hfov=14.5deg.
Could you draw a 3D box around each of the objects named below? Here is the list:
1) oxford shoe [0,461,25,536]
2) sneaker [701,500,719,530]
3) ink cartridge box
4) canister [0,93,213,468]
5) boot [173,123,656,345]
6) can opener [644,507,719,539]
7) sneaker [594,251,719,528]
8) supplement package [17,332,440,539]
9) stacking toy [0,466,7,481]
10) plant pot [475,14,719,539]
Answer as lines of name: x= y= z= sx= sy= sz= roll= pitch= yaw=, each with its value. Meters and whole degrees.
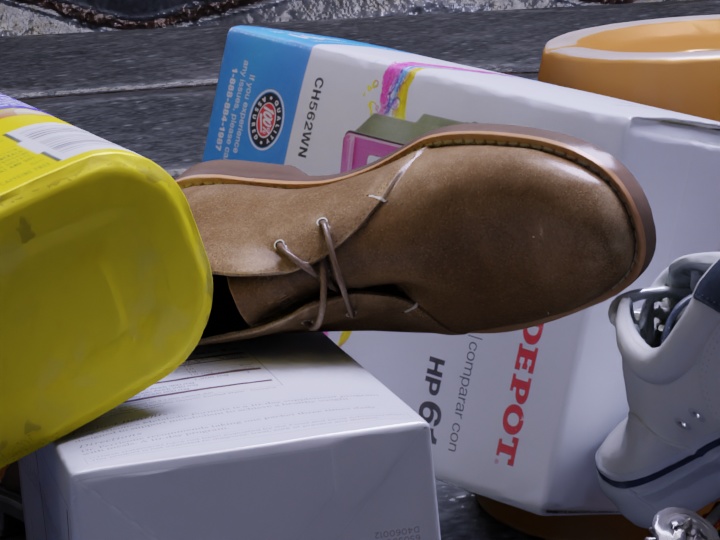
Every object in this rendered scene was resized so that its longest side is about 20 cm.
oxford shoe: x=-0.098 y=0.068 z=1.114 sx=0.200 sy=0.085 sz=0.073 roll=9 pitch=15 yaw=43
sneaker: x=0.184 y=0.092 z=0.934 sx=0.200 sy=0.073 sz=0.077 roll=-17 pitch=34 yaw=-26
ink cartridge box: x=0.033 y=-0.003 z=1.050 sx=0.200 sy=0.145 sz=0.085 roll=16 pitch=7 yaw=39
canister: x=-0.151 y=-0.003 z=0.906 sx=0.148 sy=0.087 sz=0.200 roll=-27 pitch=24 yaw=-21
boot: x=0.000 y=0.000 z=0.920 sx=0.200 sy=0.074 sz=0.075 roll=-4 pitch=21 yaw=34
can opener: x=0.138 y=0.093 z=0.855 sx=0.200 sy=0.079 sz=0.063 roll=-23 pitch=41 yaw=-37
sneaker: x=0.112 y=0.030 z=0.894 sx=0.073 sy=0.071 sz=0.200 roll=-36 pitch=-3 yaw=-18
supplement package: x=-0.048 y=0.087 z=0.918 sx=0.109 sy=0.114 sz=0.200 roll=-7 pitch=11 yaw=-12
stacking toy: x=-0.219 y=0.082 z=0.975 sx=0.200 sy=0.116 sz=0.110 roll=-9 pitch=11 yaw=-11
plant pot: x=0.139 y=-0.004 z=1.125 sx=0.200 sy=0.184 sz=0.200 roll=-4 pitch=11 yaw=1
